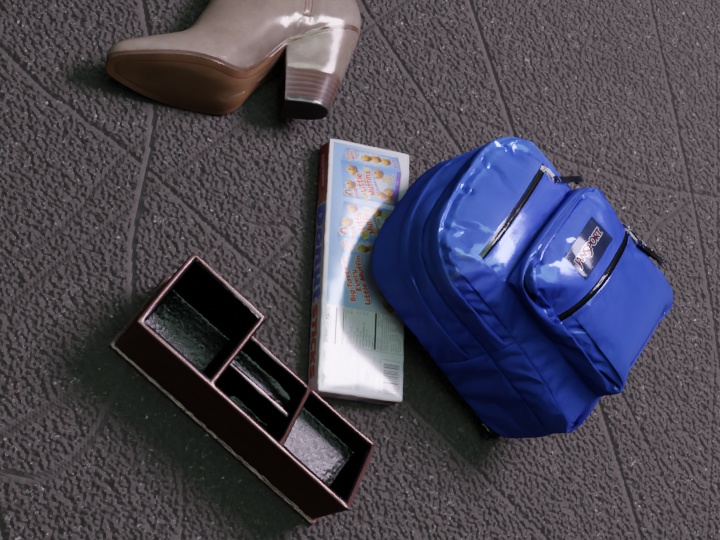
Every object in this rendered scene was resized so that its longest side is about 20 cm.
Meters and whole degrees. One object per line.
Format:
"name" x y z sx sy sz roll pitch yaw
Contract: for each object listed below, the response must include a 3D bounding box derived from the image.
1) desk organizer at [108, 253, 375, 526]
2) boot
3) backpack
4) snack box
"desk organizer" -0.075 0.085 0.897 0.200 0.077 0.072 42 63 -7
"boot" -0.094 -0.198 0.984 0.197 0.070 0.148 11 65 -22
"backpack" 0.124 -0.001 0.953 0.200 0.167 0.163 47 55 -14
"snack box" 0.000 0.000 0.984 0.071 0.024 0.203 9 72 -21
